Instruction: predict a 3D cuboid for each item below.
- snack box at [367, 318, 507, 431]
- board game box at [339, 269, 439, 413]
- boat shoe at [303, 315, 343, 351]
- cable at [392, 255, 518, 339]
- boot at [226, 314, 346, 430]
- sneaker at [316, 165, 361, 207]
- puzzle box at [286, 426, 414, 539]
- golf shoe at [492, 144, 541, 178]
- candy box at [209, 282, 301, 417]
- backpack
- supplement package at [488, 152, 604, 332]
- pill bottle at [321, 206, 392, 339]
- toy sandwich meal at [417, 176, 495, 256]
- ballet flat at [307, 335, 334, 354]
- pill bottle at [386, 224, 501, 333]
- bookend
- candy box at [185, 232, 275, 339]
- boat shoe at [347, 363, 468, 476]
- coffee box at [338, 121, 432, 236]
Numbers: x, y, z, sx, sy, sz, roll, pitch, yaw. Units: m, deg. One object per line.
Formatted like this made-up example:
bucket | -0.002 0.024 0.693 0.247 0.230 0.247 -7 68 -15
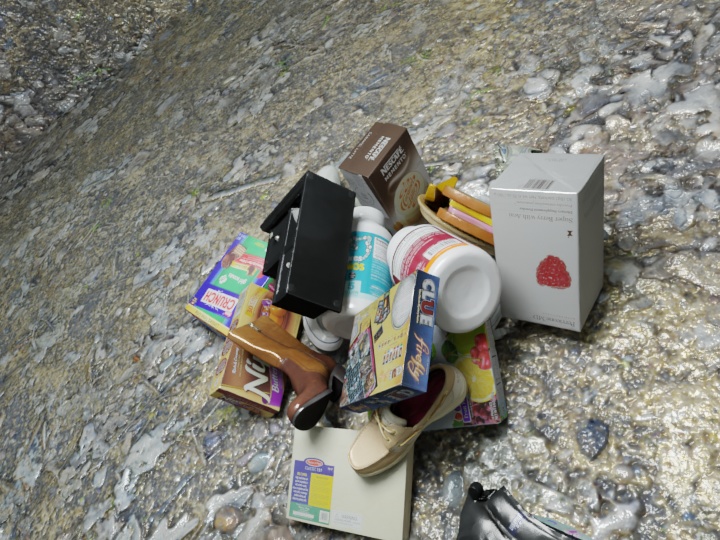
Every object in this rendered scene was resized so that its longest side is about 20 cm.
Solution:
snack box | 0.099 0.152 0.805 0.195 0.053 0.147 -13 81 25
board game box | 0.032 0.098 0.712 0.200 0.034 0.139 138 145 -61
boat shoe | -0.067 0.039 0.960 0.071 0.066 0.204 -5 50 -16
cable | 0.134 0.038 0.902 0.196 0.070 0.203 -26 46 13
boot | -0.123 0.143 0.870 0.197 0.188 0.070 33 115 11
sneaker | -0.036 -0.139 1.127 0.127 0.079 0.204 -17 49 35
puzzle box | -0.018 0.298 0.803 0.195 0.025 0.138 -3 75 31
golf shoe | 0.277 -0.157 0.941 0.094 0.080 0.203 -5 40 12
candy box | -0.180 0.139 0.989 0.056 0.115 0.205 -35 35 47
backpack | 0.197 0.336 0.593 0.195 0.126 0.172 5 70 34
supplement package | 0.260 -0.041 0.769 0.119 0.205 0.120 9 36 36
pill bottle | 0.000 0.000 0.912 0.108 0.111 0.205 -10 58 26
toy sandwich meal | 0.178 -0.094 0.892 0.206 0.201 0.072 48 121 45
ballet flat | -0.078 0.059 1.027 0.066 0.064 0.203 -32 45 14
pill bottle | 0.106 0.001 0.794 0.112 0.114 0.200 -40 22 -2
bookend | -0.101 -0.013 0.890 0.199 0.090 0.204 -34 43 53
candy box | -0.237 0.039 1.138 0.166 0.077 0.203 19 70 40
boat shoe | 0.051 0.192 0.741 0.200 0.069 0.074 -44 51 5
coffee box | 0.060 -0.145 0.999 0.079 0.201 0.115 25 71 42
